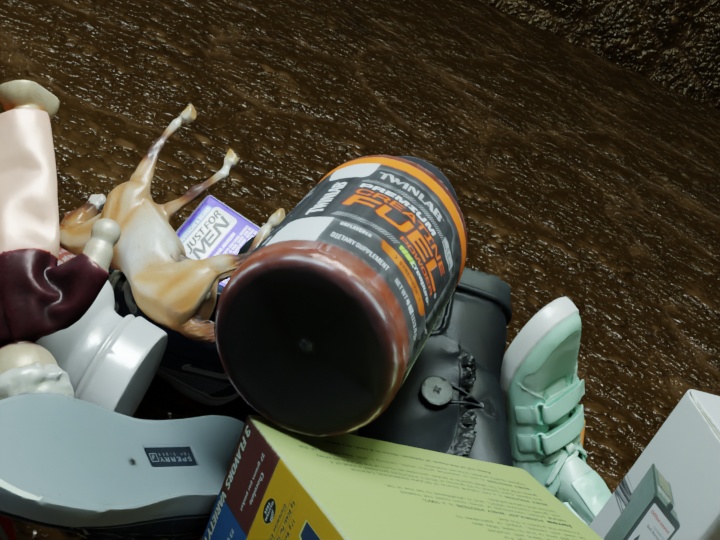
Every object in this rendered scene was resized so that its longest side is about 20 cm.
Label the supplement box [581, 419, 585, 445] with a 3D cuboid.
[{"bbox_3d":[0.081,0.109,0.991,0.198,0.069,0.067,30,25,-1],"label":"supplement box"}]

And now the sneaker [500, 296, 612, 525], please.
[{"bbox_3d":[0.151,0.120,0.871,0.073,0.203,0.118,-26,48,-36],"label":"sneaker"}]

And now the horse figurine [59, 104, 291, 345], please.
[{"bbox_3d":[-0.115,-0.016,0.795,0.200,0.132,0.050,46,-5,32],"label":"horse figurine"}]

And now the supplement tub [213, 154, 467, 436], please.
[{"bbox_3d":[0.000,0.000,0.701,0.106,0.108,0.200,29,30,4],"label":"supplement tub"}]

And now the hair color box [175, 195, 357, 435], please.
[{"bbox_3d":[-0.051,0.044,0.910,0.199,0.110,0.065,34,62,12],"label":"hair color box"}]

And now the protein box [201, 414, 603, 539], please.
[{"bbox_3d":[0.037,0.192,0.625,0.196,0.137,0.200,15,12,-30],"label":"protein box"}]

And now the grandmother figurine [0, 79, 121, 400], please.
[{"bbox_3d":[-0.189,-0.002,0.685,0.061,0.119,0.203,42,37,-66],"label":"grandmother figurine"}]

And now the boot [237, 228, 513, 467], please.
[{"bbox_3d":[0.008,0.068,0.792,0.197,0.077,0.170,13,53,-9],"label":"boot"}]

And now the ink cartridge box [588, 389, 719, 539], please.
[{"bbox_3d":[0.233,0.189,0.818,0.144,0.202,0.085,14,30,-28],"label":"ink cartridge box"}]

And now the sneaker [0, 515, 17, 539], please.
[{"bbox_3d":[-0.227,0.107,0.658,0.084,0.077,0.201,17,34,-50],"label":"sneaker"}]

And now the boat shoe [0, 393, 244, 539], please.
[{"bbox_3d":[-0.140,0.124,0.660,0.199,0.091,0.071,14,39,-48],"label":"boat shoe"}]

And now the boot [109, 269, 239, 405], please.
[{"bbox_3d":[-0.156,0.016,0.857,0.198,0.091,0.073,26,56,-5],"label":"boot"}]

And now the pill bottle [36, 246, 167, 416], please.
[{"bbox_3d":[-0.223,0.027,0.755,0.198,0.113,0.112,28,23,2],"label":"pill bottle"}]
